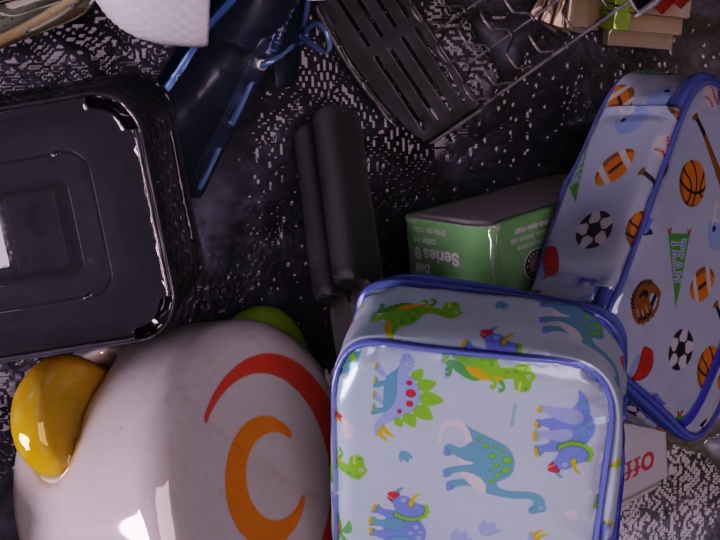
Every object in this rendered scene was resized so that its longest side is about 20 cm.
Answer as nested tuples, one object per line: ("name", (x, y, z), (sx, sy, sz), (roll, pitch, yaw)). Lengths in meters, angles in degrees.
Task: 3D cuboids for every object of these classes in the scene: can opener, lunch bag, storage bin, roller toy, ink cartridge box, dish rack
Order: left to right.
("storage bin", (-0.200, -0.027, 0.874), (0.197, 0.094, 0.137), (-9, 103, 6))
("roller toy", (-0.105, 0.125, 0.900), (0.199, 0.138, 0.185), (-15, 96, -55))
("can opener", (0.000, 0.000, 0.932), (0.066, 0.053, 0.202), (-1, 70, -33))
("dish rack", (0.067, -0.175, 0.909), (0.199, 0.055, 0.154), (-34, 91, 21))
("lunch bag", (0.065, 0.107, 0.841), (0.159, 0.083, 0.202), (6, 121, 10))
("ink cartridge box", (0.112, 0.052, 0.963), (0.144, 0.087, 0.203), (-17, 105, -38))
("lunch bag", (0.186, -0.011, 0.915), (0.160, 0.075, 0.202), (38, 72, -38))

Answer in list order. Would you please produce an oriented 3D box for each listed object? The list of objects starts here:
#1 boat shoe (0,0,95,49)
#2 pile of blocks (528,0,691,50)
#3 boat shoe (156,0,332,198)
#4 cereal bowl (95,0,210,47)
("boat shoe", (-0.243, -0.142, 0.876), (0.198, 0.076, 0.072), (-25, 108, -5))
("pile of blocks", (0.127, -0.195, 0.956), (0.198, 0.062, 0.083), (28, 94, -16))
("boat shoe", (-0.065, -0.134, 0.926), (0.068, 0.084, 0.200), (34, 109, -17))
("cereal bowl", (-0.120, -0.221, 0.822), (0.082, 0.200, 0.203), (1, 101, -5))
